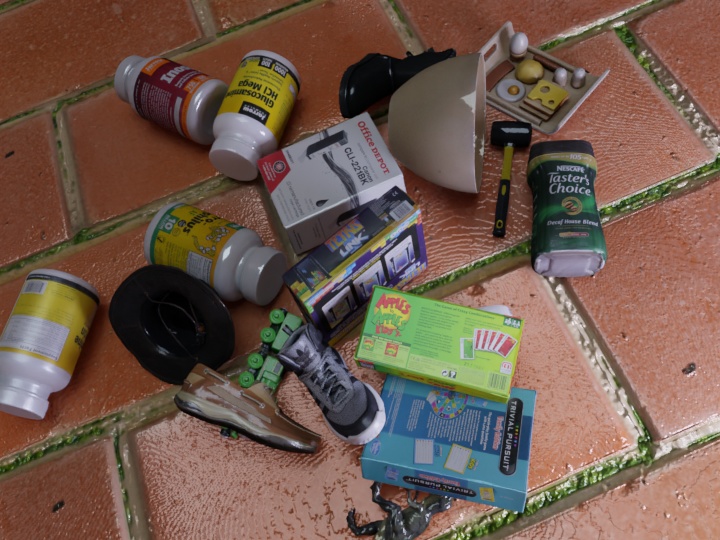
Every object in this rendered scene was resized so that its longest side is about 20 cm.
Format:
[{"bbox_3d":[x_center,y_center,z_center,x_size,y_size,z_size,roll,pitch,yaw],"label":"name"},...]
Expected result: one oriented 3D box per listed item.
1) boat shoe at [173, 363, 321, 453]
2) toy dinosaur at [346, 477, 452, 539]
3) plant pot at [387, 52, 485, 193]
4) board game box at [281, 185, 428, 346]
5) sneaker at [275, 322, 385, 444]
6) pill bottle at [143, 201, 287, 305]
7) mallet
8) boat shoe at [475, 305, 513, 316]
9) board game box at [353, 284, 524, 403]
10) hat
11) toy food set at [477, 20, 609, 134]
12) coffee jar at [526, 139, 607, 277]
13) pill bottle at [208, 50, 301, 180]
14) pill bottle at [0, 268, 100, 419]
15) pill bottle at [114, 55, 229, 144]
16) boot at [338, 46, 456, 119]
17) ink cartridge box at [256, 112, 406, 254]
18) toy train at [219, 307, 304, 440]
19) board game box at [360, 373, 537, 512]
[{"bbox_3d":[-0.142,0.180,0.913,0.198,0.076,0.075,24,68,-9],"label":"boat shoe"},{"bbox_3d":[0.031,0.316,0.863,0.200,0.048,0.088,-44,71,-10],"label":"toy dinosaur"},{"bbox_3d":[0.114,-0.219,1.042,0.133,0.201,0.203,2,63,15],"label":"plant pot"},{"bbox_3d":[0.000,0.000,0.962,0.199,0.166,0.057,-39,64,-11],"label":"board game box"},{"bbox_3d":[-0.048,0.138,0.889,0.075,0.114,0.200,-43,34,-3],"label":"sneaker"},{"bbox_3d":[-0.215,-0.021,1.041,0.198,0.113,0.114,22,68,20],"label":"pill bottle"},{"bbox_3d":[0.235,-0.145,1.075,0.065,0.041,0.203,-2,66,13],"label":"mallet"},{"bbox_3d":[0.117,0.102,0.947,0.197,0.072,0.066,-9,56,-4],"label":"boat shoe"},{"bbox_3d":[0.100,0.094,0.889,0.197,0.048,0.103,13,72,11],"label":"board game box"},{"bbox_3d":[-0.257,0.063,0.999,0.198,0.203,0.081,7,30,13],"label":"hat"},{"bbox_3d":[0.285,-0.323,1.143,0.199,0.061,0.144,35,73,25],"label":"toy food set"},{"bbox_3d":[0.296,-0.096,1.008,0.103,0.086,0.202,-1,62,9],"label":"coffee jar"},{"bbox_3d":[-0.178,-0.256,1.158,0.111,0.113,0.202,10,65,15],"label":"pill bottle"},{"bbox_3d":[-0.468,0.108,1.018,0.110,0.112,0.202,6,64,13],"label":"pill bottle"},{"bbox_3d":[-0.328,-0.304,1.208,0.198,0.113,0.114,25,69,20],"label":"pill bottle"},{"bbox_3d":[0.067,-0.309,1.135,0.160,0.074,0.199,7,38,21],"label":"boot"},{"bbox_3d":[-0.043,-0.138,1.089,0.198,0.084,0.145,-24,61,-5],"label":"ink cartridge box"},{"bbox_3d":[-0.137,0.147,0.982,0.056,0.042,0.202,21,69,6],"label":"toy train"},{"bbox_3d":[0.114,0.206,0.875,0.197,0.047,0.152,9,43,14],"label":"board game box"}]
